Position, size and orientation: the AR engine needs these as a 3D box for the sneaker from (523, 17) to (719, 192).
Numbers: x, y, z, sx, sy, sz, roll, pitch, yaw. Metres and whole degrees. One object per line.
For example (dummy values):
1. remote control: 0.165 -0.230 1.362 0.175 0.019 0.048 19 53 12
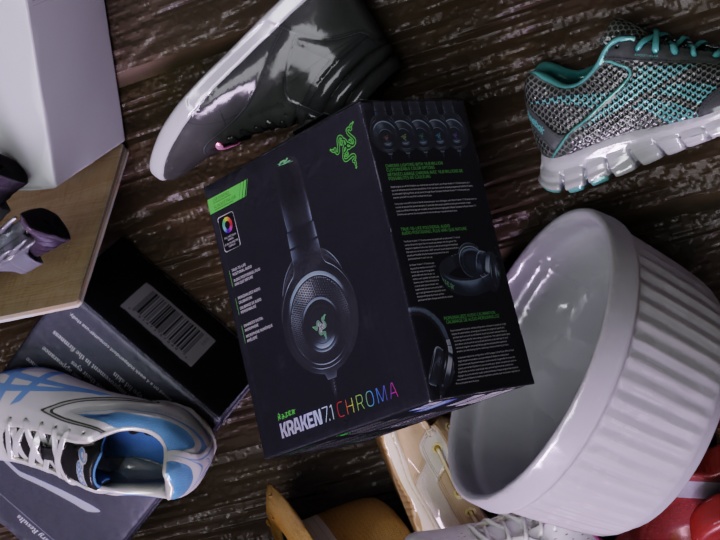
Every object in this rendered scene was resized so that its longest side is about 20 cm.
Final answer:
1. sneaker: 0.188 -0.120 1.195 0.198 0.078 0.092 -21 98 23

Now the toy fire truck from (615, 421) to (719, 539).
1. toy fire truck: 0.273 0.163 1.250 0.197 0.113 0.169 3 140 -6

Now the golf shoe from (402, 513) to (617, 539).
1. golf shoe: 0.109 0.186 1.296 0.075 0.199 0.092 39 110 48

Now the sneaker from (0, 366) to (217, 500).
1. sneaker: -0.197 0.114 1.295 0.198 0.073 0.073 7 113 18

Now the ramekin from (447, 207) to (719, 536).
1. ramekin: 0.148 0.072 1.213 0.104 0.201 0.201 24 118 -17

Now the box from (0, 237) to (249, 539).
1. box: -0.188 0.106 1.387 0.148 0.104 0.200 40 117 0

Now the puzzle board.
1. puzzle board: -0.264 -0.013 1.351 0.198 0.152 0.017 -12 135 22

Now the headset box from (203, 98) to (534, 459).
1. headset box: 0.000 0.000 1.213 0.173 0.092 0.202 -23 77 48

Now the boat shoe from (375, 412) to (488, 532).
1. boat shoe: 0.053 0.130 1.339 0.069 0.074 0.202 -22 110 -3

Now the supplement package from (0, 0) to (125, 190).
1. supplement package: -0.247 -0.166 1.298 0.116 0.117 0.202 0 109 18

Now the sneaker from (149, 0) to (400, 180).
1. sneaker: -0.055 -0.105 1.280 0.200 0.071 0.099 -43 88 23

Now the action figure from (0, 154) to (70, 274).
1. action figure: -0.291 0.009 1.270 0.200 0.069 0.131 -41 78 19

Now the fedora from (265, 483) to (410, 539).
1. fedora: 0.005 0.223 1.350 0.081 0.200 0.202 -28 101 -11
